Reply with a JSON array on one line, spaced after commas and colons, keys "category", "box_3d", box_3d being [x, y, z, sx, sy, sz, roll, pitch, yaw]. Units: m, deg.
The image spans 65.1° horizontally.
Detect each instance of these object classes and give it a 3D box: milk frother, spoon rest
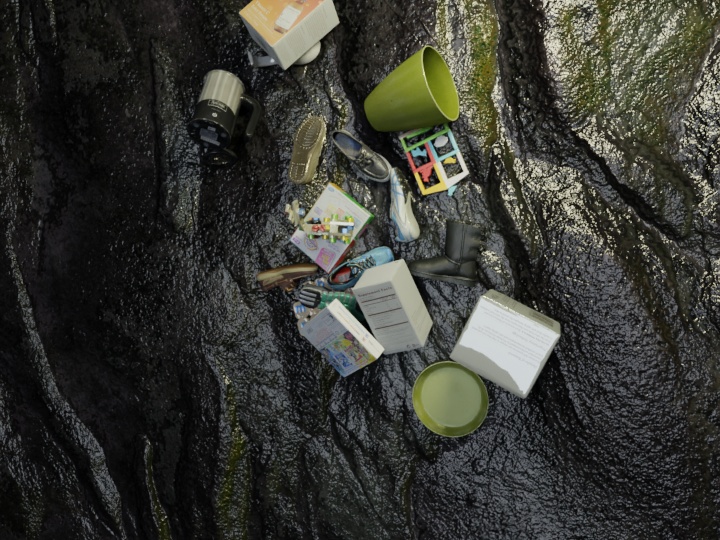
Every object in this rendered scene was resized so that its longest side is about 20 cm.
[{"category": "milk frother", "box_3d": [-0.398, -0.417, 1.597, 0.200, 0.180, 0.189, -25, 47, 45]}, {"category": "spoon rest", "box_3d": [-0.208, -0.609, 1.564, 0.199, 0.061, 0.100, -14, 90, 5]}]

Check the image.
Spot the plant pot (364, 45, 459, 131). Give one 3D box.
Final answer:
[{"category": "plant pot", "box_3d": [0.116, -0.427, 1.415, 0.200, 0.187, 0.188, -17, 88, 33]}]

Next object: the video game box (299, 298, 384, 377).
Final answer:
[{"category": "video game box", "box_3d": [-0.053, 0.183, 1.489, 0.182, 0.047, 0.200, 49, 144, -1]}]

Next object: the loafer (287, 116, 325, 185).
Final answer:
[{"category": "loafer", "box_3d": [-0.146, -0.325, 1.551, 0.075, 0.068, 0.200, 17, 82, 14]}]

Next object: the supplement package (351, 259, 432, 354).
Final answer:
[{"category": "supplement package", "box_3d": [0.084, 0.093, 1.435, 0.117, 0.117, 0.200, -16, 110, 28]}]

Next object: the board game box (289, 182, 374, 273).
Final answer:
[{"category": "board game box", "box_3d": [-0.081, -0.116, 1.555, 0.153, 0.040, 0.200, 40, 104, 11]}]

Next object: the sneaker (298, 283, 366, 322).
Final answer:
[{"category": "sneaker", "box_3d": [-0.069, 0.077, 1.539, 0.200, 0.088, 0.075, 20, 108, -10]}]

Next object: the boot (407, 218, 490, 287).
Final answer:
[{"category": "boot", "box_3d": [0.224, -0.052, 1.446, 0.198, 0.073, 0.163, 10, 98, 10]}]

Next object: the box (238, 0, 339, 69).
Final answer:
[{"category": "box", "box_3d": [-0.186, -0.663, 1.482, 0.200, 0.106, 0.152, -42, 72, -2]}]

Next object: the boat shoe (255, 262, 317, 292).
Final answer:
[{"category": "boat shoe", "box_3d": [-0.203, 0.025, 1.589, 0.200, 0.072, 0.072, -10, 99, 24]}]

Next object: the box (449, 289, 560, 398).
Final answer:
[{"category": "box", "box_3d": [0.350, 0.167, 1.352, 0.200, 0.199, 0.172, 27, 101, 16]}]

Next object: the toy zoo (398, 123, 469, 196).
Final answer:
[{"category": "toy zoo", "box_3d": [0.196, -0.285, 1.466, 0.131, 0.020, 0.200, -23, 86, 18]}]

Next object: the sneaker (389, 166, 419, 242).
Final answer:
[{"category": "sneaker", "box_3d": [0.101, -0.172, 1.480, 0.072, 0.072, 0.201, -13, 86, 26]}]

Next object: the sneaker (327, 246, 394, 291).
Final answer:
[{"category": "sneaker", "box_3d": [0.000, 0.000, 1.505, 0.200, 0.090, 0.079, -28, 84, 8]}]

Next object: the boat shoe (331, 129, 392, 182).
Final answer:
[{"category": "boat shoe", "box_3d": [-0.001, -0.309, 1.503, 0.200, 0.066, 0.070, 45, 105, 10]}]

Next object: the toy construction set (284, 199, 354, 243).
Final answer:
[{"category": "toy construction set", "box_3d": [-0.102, -0.116, 1.470, 0.200, 0.131, 0.092, 19, 98, 16]}]

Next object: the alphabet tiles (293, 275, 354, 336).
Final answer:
[{"category": "alphabet tiles", "box_3d": [-0.090, 0.117, 1.586, 0.200, 0.015, 0.196, -15, 89, 18]}]

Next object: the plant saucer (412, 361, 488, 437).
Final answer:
[{"category": "plant saucer", "box_3d": [0.237, 0.336, 1.487, 0.199, 0.031, 0.201, 1, 93, 18]}]
